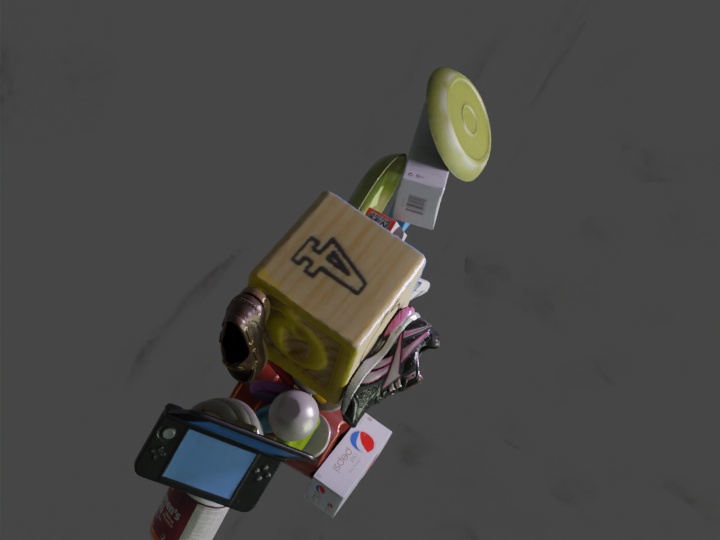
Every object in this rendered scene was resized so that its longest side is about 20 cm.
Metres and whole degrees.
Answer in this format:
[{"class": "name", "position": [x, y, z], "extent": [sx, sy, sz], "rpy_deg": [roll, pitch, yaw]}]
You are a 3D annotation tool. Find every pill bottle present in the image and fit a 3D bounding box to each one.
[{"class": "pill bottle", "position": [-0.275, 0.388, 1.779], "extent": [0.201, 0.109, 0.109], "rpy_deg": [-62, 169, 20]}]

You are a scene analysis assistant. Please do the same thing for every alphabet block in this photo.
[{"class": "alphabet block", "position": [-0.045, 0.041, 1.573], "extent": [0.200, 0.195, 0.196], "rpy_deg": [-51, 167, -32]}]

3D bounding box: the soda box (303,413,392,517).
[{"class": "soda box", "position": [-0.021, 0.347, 1.878], "extent": [0.200, 0.068, 0.064], "rpy_deg": [-46, 166, -50]}]

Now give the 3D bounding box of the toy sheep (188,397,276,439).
[{"class": "toy sheep", "position": [-0.210, 0.263, 1.628], "extent": [0.138, 0.137, 0.200], "rpy_deg": [-55, 155, -12]}]

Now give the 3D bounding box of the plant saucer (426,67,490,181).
[{"class": "plant saucer", "position": [0.177, -0.257, 1.810], "extent": [0.031, 0.202, 0.200], "rpy_deg": [-13, -162, 33]}]

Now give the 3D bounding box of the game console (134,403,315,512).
[{"class": "game console", "position": [-0.194, 0.272, 1.471], "extent": [0.177, 0.199, 0.117], "rpy_deg": [-58, -156, 13]}]

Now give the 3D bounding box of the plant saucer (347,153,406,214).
[{"class": "plant saucer", "position": [0.015, -0.126, 1.834], "extent": [0.201, 0.031, 0.200], "rpy_deg": [-55, 170, -15]}]

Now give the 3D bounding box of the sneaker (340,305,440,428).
[{"class": "sneaker", "position": [0.047, 0.154, 1.557], "extent": [0.201, 0.086, 0.080], "rpy_deg": [-56, 169, -3]}]

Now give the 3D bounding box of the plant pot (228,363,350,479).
[{"class": "plant pot", "position": [-0.122, 0.260, 1.885], "extent": [0.202, 0.194, 0.201], "rpy_deg": [-55, 171, -13]}]

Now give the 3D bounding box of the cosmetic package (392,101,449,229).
[{"class": "cosmetic package", "position": [0.120, -0.186, 1.847], "extent": [0.113, 0.080, 0.201], "rpy_deg": [102, 6, -53]}]

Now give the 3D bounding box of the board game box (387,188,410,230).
[{"class": "board game box", "position": [0.132, -0.185, 2.207], "extent": [0.200, 0.040, 0.154], "rpy_deg": [-50, 168, -37]}]

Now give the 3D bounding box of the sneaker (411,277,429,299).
[{"class": "sneaker", "position": [0.042, 0.058, 1.797], "extent": [0.131, 0.079, 0.199], "rpy_deg": [-63, 162, 9]}]

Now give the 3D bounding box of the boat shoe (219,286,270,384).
[{"class": "boat shoe", "position": [-0.175, 0.107, 1.509], "extent": [0.201, 0.070, 0.071], "rpy_deg": [97, 19, -50]}]

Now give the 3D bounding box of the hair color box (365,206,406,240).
[{"class": "hair color box", "position": [0.000, 0.000, 1.823], "extent": [0.201, 0.061, 0.101], "rpy_deg": [-61, 163, -3]}]

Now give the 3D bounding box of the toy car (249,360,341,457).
[{"class": "toy car", "position": [-0.110, 0.205, 1.730], "extent": [0.201, 0.149, 0.175], "rpy_deg": [-64, 162, -17]}]
